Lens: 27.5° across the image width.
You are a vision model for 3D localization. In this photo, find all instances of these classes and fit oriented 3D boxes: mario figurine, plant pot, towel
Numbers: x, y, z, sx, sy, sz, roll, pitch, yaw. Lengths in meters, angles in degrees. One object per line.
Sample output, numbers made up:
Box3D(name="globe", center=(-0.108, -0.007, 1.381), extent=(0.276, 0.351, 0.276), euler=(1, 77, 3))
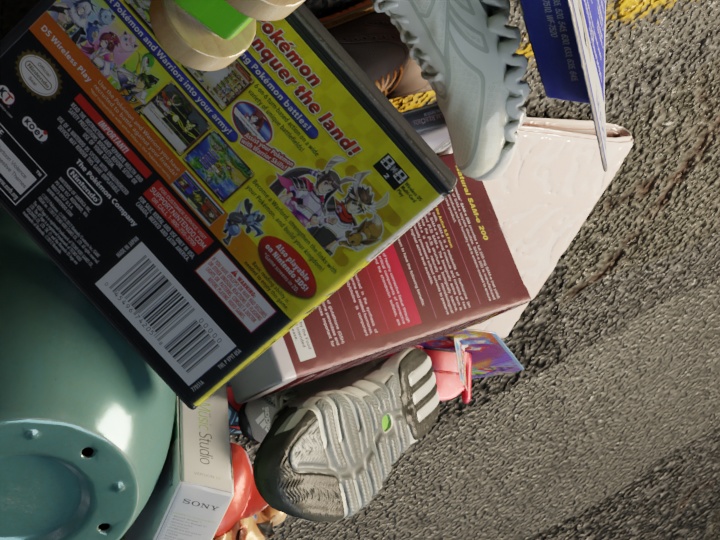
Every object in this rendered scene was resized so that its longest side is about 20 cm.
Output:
Box3D(name="mario figurine", center=(-0.076, 0.210, 1.017), extent=(0.106, 0.123, 0.200), euler=(-41, 133, -57))
Box3D(name="plant pot", center=(-0.190, 0.070, 0.800), extent=(0.200, 0.161, 0.201), euler=(-9, 130, -11))
Box3D(name="towel", center=(0.089, -0.030, 1.085), extent=(0.191, 0.032, 0.200), euler=(2, 130, -41))

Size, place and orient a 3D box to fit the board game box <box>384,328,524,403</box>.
Box3D(name="board game box", center=(0.031, 0.079, 1.060), extent=(0.158, 0.039, 0.200), euler=(-3, 165, 14))

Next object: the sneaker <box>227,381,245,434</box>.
Box3D(name="sneaker", center=(-0.100, 0.075, 0.995), extent=(0.096, 0.079, 0.200), euler=(-49, 137, -10))

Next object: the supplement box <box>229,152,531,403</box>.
Box3D(name="supplement box", center=(0.000, 0.000, 0.906), extent=(0.200, 0.109, 0.061), euler=(-15, 171, -36))

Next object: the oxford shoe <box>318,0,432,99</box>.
Box3D(name="oxford shoe", center=(-0.003, -0.113, 0.870), extent=(0.200, 0.073, 0.071), euler=(-11, 137, -33))

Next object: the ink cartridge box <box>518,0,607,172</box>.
Box3D(name="ink cartridge box", center=(0.099, -0.186, 0.778), extent=(0.047, 0.200, 0.198), euler=(-2, 150, 16))

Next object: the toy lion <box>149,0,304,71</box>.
Box3D(name="toy lion", center=(-0.068, -0.200, 0.653), extent=(0.200, 0.192, 0.069), euler=(37, 142, -18))

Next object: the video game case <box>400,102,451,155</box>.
Box3D(name="video game case", center=(-0.035, -0.055, 0.901), extent=(0.200, 0.019, 0.143), euler=(-17, 172, -25))

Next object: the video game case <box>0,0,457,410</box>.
Box3D(name="video game case", center=(-0.084, -0.059, 0.721), extent=(0.181, 0.200, 0.026), euler=(-40, -174, 18))

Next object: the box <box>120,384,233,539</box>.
Box3D(name="box", center=(-0.127, 0.152, 0.892), extent=(0.036, 0.144, 0.200), euler=(17, 121, -18))

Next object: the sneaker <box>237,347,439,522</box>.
Box3D(name="sneaker", center=(-0.039, 0.104, 0.914), extent=(0.115, 0.075, 0.200), euler=(-6, -171, 29))

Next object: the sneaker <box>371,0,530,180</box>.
Box3D(name="sneaker", center=(0.043, -0.147, 0.822), extent=(0.081, 0.075, 0.200), euler=(-13, 101, -16))
